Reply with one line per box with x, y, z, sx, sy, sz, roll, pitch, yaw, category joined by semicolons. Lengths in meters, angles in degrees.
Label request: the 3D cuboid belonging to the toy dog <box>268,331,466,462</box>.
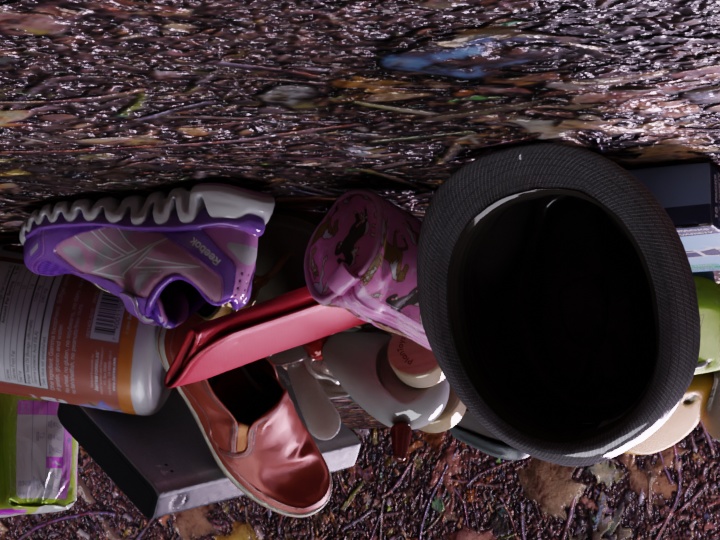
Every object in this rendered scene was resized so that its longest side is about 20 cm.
-0.013;0.091;1.443;0.199;0.097;0.132;-4;142;40;toy dog

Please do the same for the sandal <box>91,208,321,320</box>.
-0.107;0.003;1.338;0.199;0.081;0.054;0;-143;16;sandal

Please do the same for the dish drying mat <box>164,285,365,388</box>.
-0.039;0.033;1.314;0.199;0.018;0.077;-19;158;-32;dish drying mat

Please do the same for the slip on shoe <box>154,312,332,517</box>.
-0.078;0.108;1.408;0.061;0.074;0.200;4;134;49;slip on shoe

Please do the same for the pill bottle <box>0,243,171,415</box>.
-0.240;0.040;1.441;0.199;0.113;0.112;9;173;8;pill bottle

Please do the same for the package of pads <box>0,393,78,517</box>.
-0.301;0.115;1.684;0.068;0.201;0.154;5;170;-29;package of pads

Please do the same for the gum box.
0.183;-0.030;1.312;0.169;0.045;0.200;-4;172;24;gum box

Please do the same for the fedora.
0.130;0.016;1.185;0.176;0.201;0.090;-17;-177;25;fedora

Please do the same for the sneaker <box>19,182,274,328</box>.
-0.147;-0.004;1.277;0.199;0.089;0.080;-5;173;32;sneaker

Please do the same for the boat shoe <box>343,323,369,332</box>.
-0.045;0.030;1.607;0.199;0.069;0.075;0;172;-7;boat shoe

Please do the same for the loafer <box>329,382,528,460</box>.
0.058;0.086;1.547;0.199;0.063;0.072;21;-142;17;loafer

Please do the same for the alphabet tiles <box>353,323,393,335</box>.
0.088;0.021;1.535;0.199;0.006;0.166;-20;-177;-23;alphabet tiles

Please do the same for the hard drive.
-0.117;0.125;1.501;0.199;0.033;0.139;-9;-143;-41;hard drive

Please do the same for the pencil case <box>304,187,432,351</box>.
0.053;0.019;1.290;0.200;0.083;0.086;30;-178;-33;pencil case

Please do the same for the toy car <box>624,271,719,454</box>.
0.229;0.052;1.512;0.174;0.151;0.200;-7;144;-11;toy car
